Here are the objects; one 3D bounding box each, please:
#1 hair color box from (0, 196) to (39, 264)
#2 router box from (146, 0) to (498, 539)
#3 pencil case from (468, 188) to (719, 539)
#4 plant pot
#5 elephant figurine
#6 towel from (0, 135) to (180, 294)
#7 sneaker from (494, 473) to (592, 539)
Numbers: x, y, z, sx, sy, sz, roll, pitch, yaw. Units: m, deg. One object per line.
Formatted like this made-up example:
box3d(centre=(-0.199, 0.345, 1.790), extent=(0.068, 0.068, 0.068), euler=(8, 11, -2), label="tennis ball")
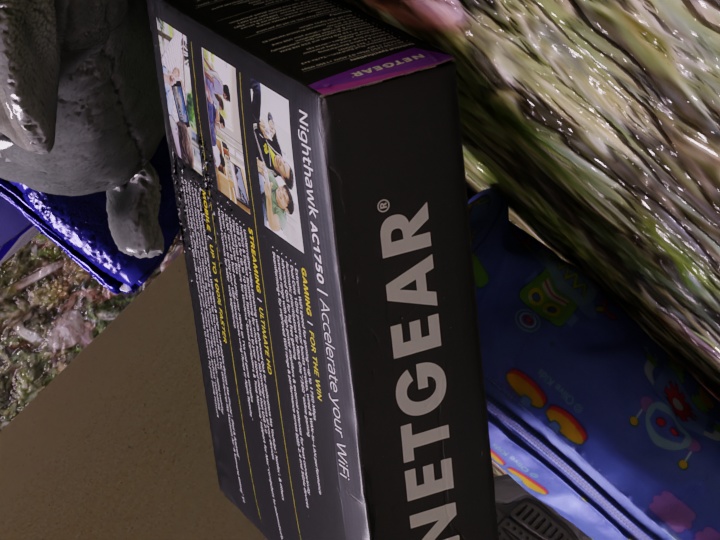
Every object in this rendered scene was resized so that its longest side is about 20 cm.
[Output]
box3d(centre=(-0.233, -0.094, 1.166), extent=(0.200, 0.109, 0.065), euler=(46, 132, -2), label="hair color box")
box3d(centre=(-0.013, 0.011, 0.766), extent=(0.149, 0.051, 0.201), euler=(-143, 42, -58), label="router box")
box3d(centre=(0.091, 0.061, 0.837), extent=(0.200, 0.078, 0.087), euler=(42, -155, -3), label="pencil case")
box3d(centre=(-0.057, 0.147, 1.071), extent=(0.177, 0.200, 0.200), euler=(36, 164, 32), label="plant pot")
box3d(centre=(-0.118, -0.107, 0.832), extent=(0.155, 0.142, 0.200), euler=(14, 165, -13), label="elephant figurine")
box3d(centre=(-0.168, -0.080, 1.125), extent=(0.200, 0.050, 0.148), euler=(41, -155, -9), label="towel")
box3d(centre=(0.130, 0.176, 1.080), extent=(0.200, 0.078, 0.099), euler=(49, -176, 13), label="sneaker")
